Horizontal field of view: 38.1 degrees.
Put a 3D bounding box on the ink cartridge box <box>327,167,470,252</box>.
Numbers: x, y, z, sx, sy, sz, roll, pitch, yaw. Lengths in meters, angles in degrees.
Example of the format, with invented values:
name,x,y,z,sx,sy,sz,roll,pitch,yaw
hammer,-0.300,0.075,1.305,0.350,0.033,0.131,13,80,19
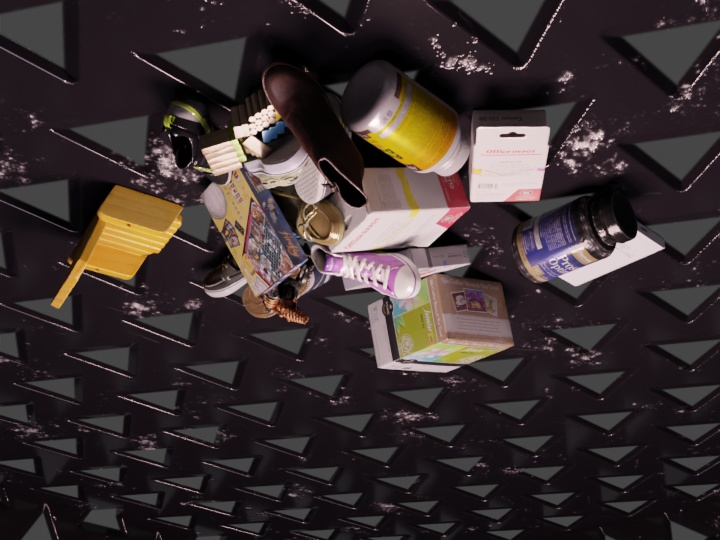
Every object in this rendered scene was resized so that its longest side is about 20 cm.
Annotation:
name,x,y,z,sx,sy,sz,roll,pitch,yaw
ink cartridge box,0.054,-0.100,1.696,0.197,0.085,0.145,-5,158,-32

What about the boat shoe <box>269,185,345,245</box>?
name,x,y,z,sx,sy,sz,roll,pitch,yaw
boat shoe,-0.103,-0.093,1.690,0.062,0.200,0.074,-7,121,-41

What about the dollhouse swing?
name,x,y,z,sx,sy,sz,roll,pitch,yaw
dollhouse swing,-0.428,-0.017,1.834,0.179,0.178,0.200,17,147,-25

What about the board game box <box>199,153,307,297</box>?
name,x,y,z,sx,sy,sz,roll,pitch,yaw
board game box,-0.178,-0.072,1.720,0.034,0.202,0.135,-25,174,-41

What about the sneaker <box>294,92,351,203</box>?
name,x,y,z,sx,sy,sz,roll,pitch,yaw
sneaker,-0.049,-0.198,1.602,0.079,0.078,0.201,-32,154,-36

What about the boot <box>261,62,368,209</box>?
name,x,y,z,sx,sy,sz,roll,pitch,yaw
boot,-0.058,-0.189,1.431,0.072,0.167,0.200,-37,116,11

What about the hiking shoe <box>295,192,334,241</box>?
name,x,y,z,sx,sy,sz,roll,pitch,yaw
hiking shoe,-0.108,-0.076,1.813,0.196,0.075,0.087,-5,147,11

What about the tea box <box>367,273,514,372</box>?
name,x,y,z,sx,sy,sz,roll,pitch,yaw
tea box,0.156,0.106,2.022,0.198,0.136,0.196,7,155,-42

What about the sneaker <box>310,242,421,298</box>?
name,x,y,z,sx,sy,sz,roll,pitch,yaw
sneaker,0.000,0.001,1.732,0.199,0.074,0.113,24,-158,37

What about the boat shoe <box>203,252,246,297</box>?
name,x,y,z,sx,sy,sz,roll,pitch,yaw
boat shoe,-0.226,-0.011,1.954,0.198,0.069,0.057,-23,135,28

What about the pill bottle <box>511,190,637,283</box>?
name,x,y,z,sx,sy,sz,roll,pitch,yaw
pill bottle,0.366,-0.061,1.782,0.198,0.114,0.111,-24,142,38

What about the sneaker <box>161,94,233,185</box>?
name,x,y,z,sx,sy,sz,roll,pitch,yaw
sneaker,-0.261,-0.184,1.607,0.071,0.084,0.201,15,152,25

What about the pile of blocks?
name,x,y,z,sx,sy,sz,roll,pitch,yaw
pile of blocks,-0.157,-0.223,1.551,0.199,0.063,0.082,-34,135,22

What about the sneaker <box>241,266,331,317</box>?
name,x,y,z,sx,sy,sz,roll,pitch,yaw
sneaker,-0.131,0.023,1.954,0.199,0.071,0.108,-26,-175,43

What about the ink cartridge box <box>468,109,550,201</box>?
name,x,y,z,sx,sy,sz,roll,pitch,yaw
ink cartridge box,0.228,-0.187,1.610,0.114,0.069,0.201,0,152,3

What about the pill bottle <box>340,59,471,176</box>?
name,x,y,z,sx,sy,sz,roll,pitch,yaw
pill bottle,0.072,-0.215,1.524,0.108,0.111,0.199,-25,141,39

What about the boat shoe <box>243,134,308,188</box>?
name,x,y,z,sx,sy,sz,roll,pitch,yaw
boat shoe,-0.118,-0.163,1.598,0.062,0.072,0.199,49,166,-19

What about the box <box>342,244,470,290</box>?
name,x,y,z,sx,sy,sz,roll,pitch,yaw
box,0.083,-0.007,1.871,0.154,0.042,0.199,-17,175,34

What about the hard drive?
name,x,y,z,sx,sy,sz,roll,pitch,yaw
hard drive,0.437,-0.037,1.909,0.131,0.026,0.199,25,143,-35

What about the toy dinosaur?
name,x,y,z,sx,sy,sz,roll,pitch,yaw
toy dinosaur,-0.132,0.025,1.817,0.101,0.199,0.137,-12,131,-50
